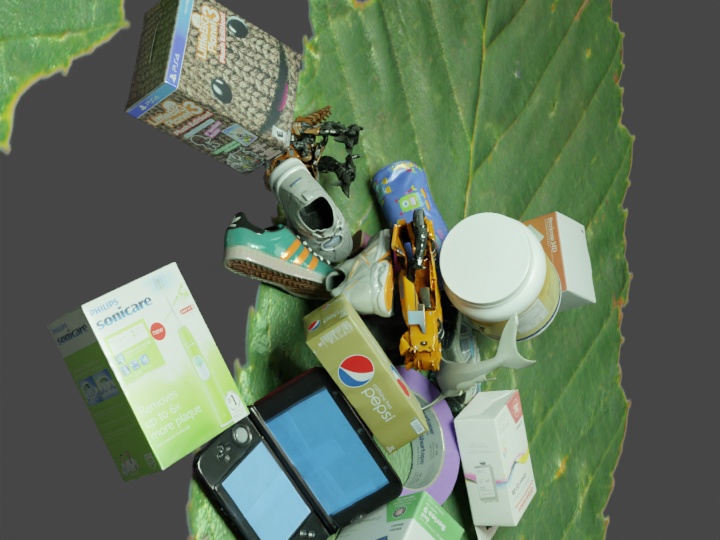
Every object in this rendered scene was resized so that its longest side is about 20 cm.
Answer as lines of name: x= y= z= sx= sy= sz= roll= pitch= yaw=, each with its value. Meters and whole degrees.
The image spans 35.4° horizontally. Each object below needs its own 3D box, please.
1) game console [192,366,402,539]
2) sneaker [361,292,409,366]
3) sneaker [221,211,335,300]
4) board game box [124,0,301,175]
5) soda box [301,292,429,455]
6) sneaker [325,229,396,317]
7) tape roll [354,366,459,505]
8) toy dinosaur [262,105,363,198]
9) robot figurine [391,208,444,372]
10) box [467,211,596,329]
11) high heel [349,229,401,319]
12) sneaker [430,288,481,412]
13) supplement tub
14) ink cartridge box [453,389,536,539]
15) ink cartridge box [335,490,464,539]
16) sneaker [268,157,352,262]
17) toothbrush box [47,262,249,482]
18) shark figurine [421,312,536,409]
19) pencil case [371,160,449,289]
game console: x=-0.074 y=0.253 z=1.372 sx=0.201 sy=0.118 sz=0.172 roll=56 pitch=44 yaw=-10
sneaker: x=0.046 y=0.095 z=1.523 sx=0.090 sy=0.077 sz=0.200 roll=26 pitch=33 yaw=16
sneaker: x=-0.093 y=-0.020 z=1.501 sx=0.199 sy=0.071 sz=0.081 roll=22 pitch=62 yaw=-36
board game box: x=-0.189 y=-0.248 z=1.482 sx=0.199 sy=0.096 sz=0.161 roll=25 pitch=57 yaw=-35
soda box: x=0.006 y=0.129 z=1.407 sx=0.201 sy=0.064 sz=0.068 roll=56 pitch=7 yaw=-25
sneaker: x=0.000 y=0.000 z=1.492 sx=0.200 sy=0.091 sz=0.077 roll=-81 pitch=165 yaw=-69
tape roll: x=0.045 y=0.235 z=1.535 sx=0.199 sy=0.065 sz=0.202 roll=18 pitch=62 yaw=-39
toy dinosaur: x=-0.070 y=-0.175 z=1.569 sx=0.134 sy=0.102 sz=0.202 roll=12 pitch=62 yaw=8
robot figurine: x=0.075 y=0.022 z=1.465 sx=0.145 sy=0.058 sz=0.202 roll=71 pitch=15 yaw=-68
box: x=0.241 y=0.006 z=1.714 sx=0.097 sy=0.199 sz=0.126 roll=19 pitch=60 yaw=-50
high heel: x=0.019 y=0.039 z=1.588 sx=0.096 sy=0.067 sz=0.202 roll=32 pitch=53 yaw=-26
sneaker: x=0.137 y=0.110 z=1.684 sx=0.086 sy=0.077 sz=0.202 roll=8 pitch=74 yaw=-55
supplement tub: x=0.191 y=0.010 z=1.543 sx=0.200 sy=0.143 sz=0.146 roll=40 pitch=42 yaw=-65
ink cartridge box: x=0.198 y=0.285 z=1.612 sx=0.116 sy=0.067 sz=0.202 roll=-33 pitch=114 yaw=-61
ink cartridge box: x=0.022 y=0.384 z=1.391 sx=0.088 sy=0.145 sz=0.201 roll=46 pitch=47 yaw=-19
sneaker: x=-0.059 y=-0.060 z=1.504 sx=0.082 sy=0.075 sz=0.200 roll=51 pitch=0 yaw=37
toothbrush box: x=-0.240 y=0.115 z=1.291 sx=0.145 sy=0.086 sz=0.201 roll=-28 pitch=92 yaw=-47
shark figurine: x=0.133 y=0.121 z=1.507 sx=0.127 sy=0.214 sz=0.090 roll=-21 pitch=81 yaw=-22
pencil case: x=0.087 y=-0.065 z=1.653 sx=0.078 sy=0.086 sz=0.201 roll=56 pitch=10 yaw=-67
